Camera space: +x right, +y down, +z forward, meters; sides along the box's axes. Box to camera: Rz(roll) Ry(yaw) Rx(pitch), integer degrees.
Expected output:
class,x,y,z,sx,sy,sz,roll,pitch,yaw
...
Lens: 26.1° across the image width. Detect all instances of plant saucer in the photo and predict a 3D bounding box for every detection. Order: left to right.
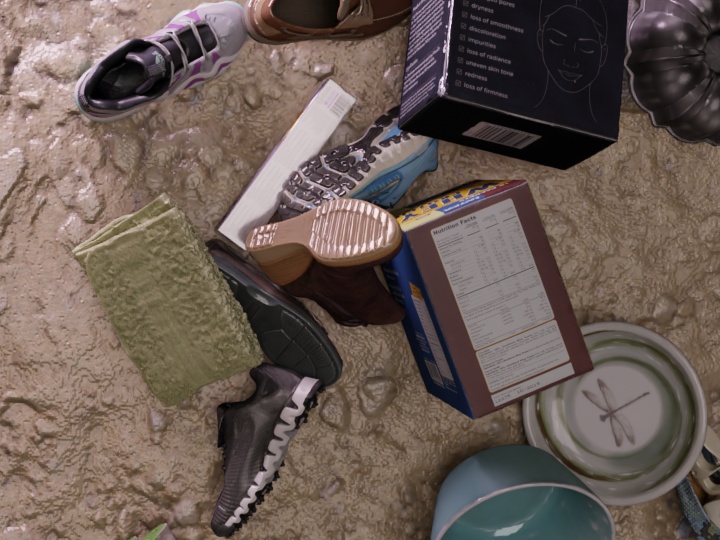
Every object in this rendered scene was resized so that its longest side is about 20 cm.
class,x,y,z,sx,sy,sz,roll,pitch,yaw
plant saucer,0.277,0.152,1.682,0.200,0.050,0.201,2,96,20

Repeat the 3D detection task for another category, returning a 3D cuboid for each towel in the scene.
class,x,y,z,sx,sy,sz,roll,pitch,yaw
towel,-0.195,0.032,1.589,0.148,0.036,0.200,-26,98,29

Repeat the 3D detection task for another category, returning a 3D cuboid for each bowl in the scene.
class,x,y,z,sx,sy,sz,roll,pitch,yaw
bowl,0.158,0.262,1.643,0.200,0.105,0.201,-6,127,-8

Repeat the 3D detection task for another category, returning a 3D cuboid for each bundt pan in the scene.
class,x,y,z,sx,sy,sz,roll,pitch,yaw
bundt pan,0.391,-0.236,1.683,0.201,0.076,0.202,-1,94,-9

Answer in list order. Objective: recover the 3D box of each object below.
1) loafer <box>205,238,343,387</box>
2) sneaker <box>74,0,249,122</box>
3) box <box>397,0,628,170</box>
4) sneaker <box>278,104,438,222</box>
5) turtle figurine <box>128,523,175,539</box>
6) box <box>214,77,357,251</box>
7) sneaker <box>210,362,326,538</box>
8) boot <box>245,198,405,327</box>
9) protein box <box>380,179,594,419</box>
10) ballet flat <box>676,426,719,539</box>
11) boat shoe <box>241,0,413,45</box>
class,x,y,z,sx,sy,sz,roll,pitch,yaw
loafer,-0.092,0.039,1.626,0.200,0.063,0.072,40,125,-13
sneaker,-0.192,-0.208,1.549,0.200,0.140,0.078,-33,99,-6
box,0.157,-0.228,1.582,0.200,0.124,0.197,12,75,-18
sneaker,0.008,-0.087,1.618,0.200,0.078,0.090,-32,132,-16
turtle figurine,-0.195,0.373,1.592,0.200,0.144,0.194,-37,95,-9
box,-0.078,-0.111,1.628,0.041,0.039,0.200,36,88,-10
sneaker,-0.120,0.182,1.633,0.090,0.066,0.200,30,100,8
boot,0.000,0.000,1.556,0.166,0.200,0.072,39,60,-40
protein box,0.116,0.023,1.590,0.135,0.199,0.200,-21,97,-9
ballet flat,0.381,0.230,1.713,0.074,0.074,0.200,-30,100,-6
boat shoe,-0.020,-0.272,1.599,0.200,0.072,0.076,-17,98,-22
